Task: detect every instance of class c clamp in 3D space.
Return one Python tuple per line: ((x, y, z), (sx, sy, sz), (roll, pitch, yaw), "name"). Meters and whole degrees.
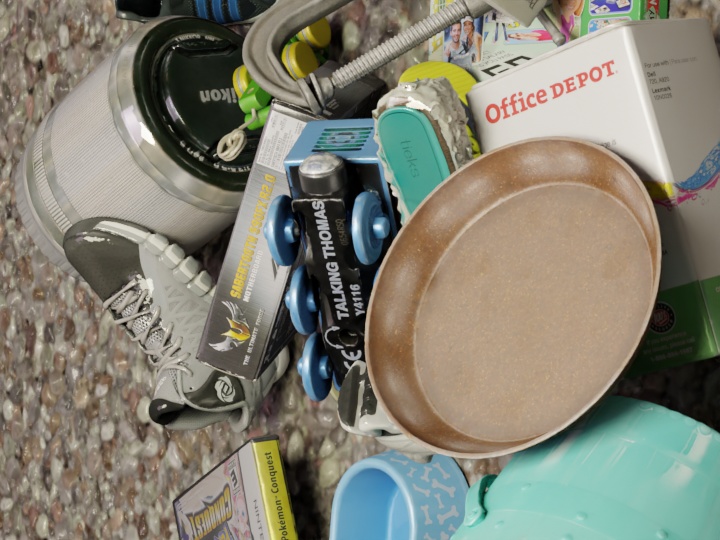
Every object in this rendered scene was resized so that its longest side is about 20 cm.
((0.017, -0.164, 1.372), (0.199, 0.027, 0.171), (-26, 46, 5), "c clamp")

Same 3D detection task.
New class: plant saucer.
((0.092, 0.019, 1.189), (0.200, 0.034, 0.201), (-19, 56, 30), "plant saucer")

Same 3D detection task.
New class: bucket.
((0.146, 0.179, 1.178), (0.207, 0.135, 0.208), (24, 144, 18), "bucket")

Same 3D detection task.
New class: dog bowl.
((0.022, 0.221, 1.460), (0.111, 0.049, 0.201), (10, 96, 50), "dog bowl")

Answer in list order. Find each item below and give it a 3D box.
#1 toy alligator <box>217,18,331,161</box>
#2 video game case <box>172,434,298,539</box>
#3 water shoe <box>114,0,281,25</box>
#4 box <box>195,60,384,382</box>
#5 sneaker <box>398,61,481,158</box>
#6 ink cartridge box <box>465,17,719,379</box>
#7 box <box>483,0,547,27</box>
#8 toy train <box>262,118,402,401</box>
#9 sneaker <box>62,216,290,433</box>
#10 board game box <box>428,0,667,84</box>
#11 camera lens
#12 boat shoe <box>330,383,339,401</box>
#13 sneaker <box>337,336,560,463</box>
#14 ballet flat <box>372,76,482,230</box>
((-0.058, -0.132, 1.516), (0.059, 0.054, 0.200), (-19, 35, 33), "toy alligator")
((-0.090, 0.239, 1.577), (0.200, 0.025, 0.181), (139, 123, -59), "video game case")
((-0.121, -0.226, 1.624), (0.200, 0.079, 0.072), (-19, 74, 49), "water shoe")
((-0.049, -0.039, 1.477), (0.048, 0.158, 0.201), (20, 110, 6), "box")
((0.075, -0.040, 1.387), (0.201, 0.074, 0.082), (67, 151, 16), "sneaker")
((0.161, -0.038, 1.248), (0.145, 0.084, 0.201), (-19, 84, 49), "ink cartridge box")
((0.096, -0.275, 1.279), (0.109, 0.128, 0.200), (41, 100, 41), "box")
((0.000, 0.000, 1.354), (0.086, 0.114, 0.201), (-1, 122, 21), "toy train")
((-0.149, 0.051, 1.542), (0.075, 0.200, 0.116), (-41, 20, 48), "sneaker")
((0.121, -0.181, 1.368), (0.200, 0.029, 0.135), (3, 92, 51), "board game box")
((-0.159, -0.091, 1.602), (0.200, 0.160, 0.161), (-34, 63, 45), "camera lens")
((0.011, -0.001, 1.467), (0.068, 0.074, 0.201), (171, 111, -73), "boat shoe")
((0.084, 0.069, 1.253), (0.200, 0.081, 0.075), (-18, 43, 35), "sneaker")
((0.060, -0.030, 1.293), (0.072, 0.072, 0.201), (18, 128, 49), "ballet flat")
